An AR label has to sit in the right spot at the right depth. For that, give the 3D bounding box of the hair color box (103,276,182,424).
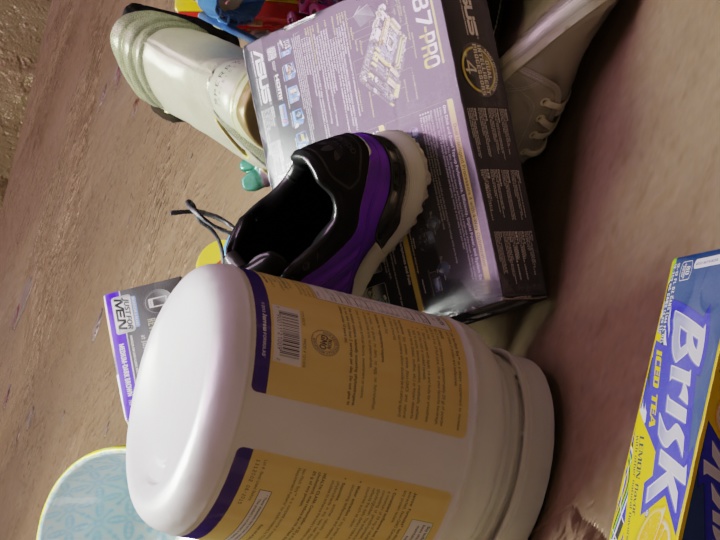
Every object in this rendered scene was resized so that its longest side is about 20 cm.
[{"bbox_3d":[-0.133,0.107,1.678,0.200,0.064,0.110,82,175,-56],"label":"hair color box"}]

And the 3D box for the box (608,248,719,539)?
[{"bbox_3d":[0.149,0.094,0.953,0.070,0.064,0.201,164,123,-70],"label":"box"}]

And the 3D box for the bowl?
[{"bbox_3d":[-0.118,0.207,1.598,0.107,0.200,0.201,-19,-39,-54],"label":"bowl"}]

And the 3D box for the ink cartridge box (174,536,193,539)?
[{"bbox_3d":[-0.072,0.222,1.452,0.116,0.067,0.201,45,123,31],"label":"ink cartridge box"}]

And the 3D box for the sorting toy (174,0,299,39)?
[{"bbox_3d":[-0.045,-0.207,1.687,0.200,0.197,0.070,-173,85,-73],"label":"sorting toy"}]

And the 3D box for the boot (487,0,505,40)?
[{"bbox_3d":[0.089,-0.247,1.491,0.154,0.073,0.205,-46,34,48],"label":"boot"}]

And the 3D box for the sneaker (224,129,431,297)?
[{"bbox_3d":[-0.043,0.007,1.297,0.070,0.099,0.201,40,118,35],"label":"sneaker"}]

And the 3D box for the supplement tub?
[{"bbox_3d":[-0.011,0.085,1.228,0.145,0.199,0.146,-166,90,-69],"label":"supplement tub"}]

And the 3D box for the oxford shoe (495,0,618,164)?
[{"bbox_3d":[0.097,-0.101,1.350,0.200,0.058,0.075,-47,-5,30],"label":"oxford shoe"}]

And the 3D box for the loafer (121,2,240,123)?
[{"bbox_3d":[-0.123,-0.141,1.660,0.200,0.073,0.072,26,-101,-73],"label":"loafer"}]

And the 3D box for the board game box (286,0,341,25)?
[{"bbox_3d":[0.027,-0.265,1.489,0.199,0.026,0.202,-9,78,41],"label":"board game box"}]

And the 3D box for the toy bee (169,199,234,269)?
[{"bbox_3d":[-0.079,0.017,1.557,0.109,0.199,0.131,-60,37,10],"label":"toy bee"}]

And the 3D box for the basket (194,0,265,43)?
[{"bbox_3d":[-0.053,-0.225,1.458,0.139,0.199,0.177,-36,-34,-80],"label":"basket"}]

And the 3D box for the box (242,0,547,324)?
[{"bbox_3d":[0.016,-0.060,1.340,0.161,0.049,0.201,-20,78,42],"label":"box"}]

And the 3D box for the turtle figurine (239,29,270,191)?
[{"bbox_3d":[-0.037,-0.088,1.683,0.200,0.100,0.151,119,149,-63],"label":"turtle figurine"}]

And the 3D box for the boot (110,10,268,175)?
[{"bbox_3d":[-0.066,-0.103,1.544,0.154,0.200,0.072,27,85,37],"label":"boot"}]
